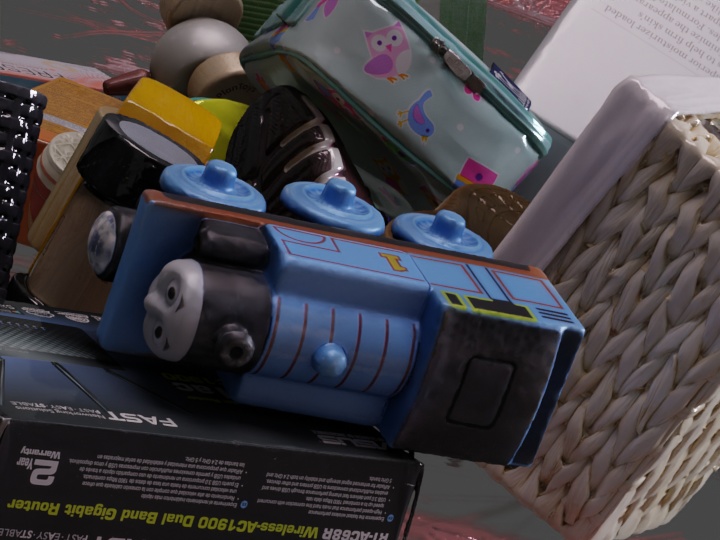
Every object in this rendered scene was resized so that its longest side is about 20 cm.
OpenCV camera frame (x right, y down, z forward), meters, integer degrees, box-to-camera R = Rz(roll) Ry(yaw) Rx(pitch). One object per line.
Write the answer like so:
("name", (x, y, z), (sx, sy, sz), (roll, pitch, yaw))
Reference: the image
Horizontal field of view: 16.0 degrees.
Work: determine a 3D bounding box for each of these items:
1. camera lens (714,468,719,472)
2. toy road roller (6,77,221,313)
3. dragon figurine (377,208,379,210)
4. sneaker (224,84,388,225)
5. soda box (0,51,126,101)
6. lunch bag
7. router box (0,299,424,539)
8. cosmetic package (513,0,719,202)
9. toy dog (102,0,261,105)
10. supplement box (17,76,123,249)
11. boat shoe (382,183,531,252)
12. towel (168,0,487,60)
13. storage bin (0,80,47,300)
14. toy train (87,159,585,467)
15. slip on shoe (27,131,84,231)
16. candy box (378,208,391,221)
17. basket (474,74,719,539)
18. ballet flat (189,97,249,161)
("camera lens", (0.222, 0.035, 1.385), (0.200, 0.160, 0.160), (21, 13, 20))
("toy road roller", (-0.086, 0.001, 1.246), (0.146, 0.123, 0.200), (30, 11, -9))
("dragon figurine", (0.059, 0.010, 1.520), (0.099, 0.059, 0.200), (11, 12, -21))
("sneaker", (0.000, 0.000, 1.357), (0.116, 0.076, 0.200), (20, 44, -47))
("soda box", (-0.243, -0.105, 1.626), (0.200, 0.064, 0.068), (8, 15, -38))
("lunch bag", (0.013, -0.098, 1.416), (0.160, 0.077, 0.200), (45, -9, -11))
("router box", (-0.097, 0.068, 1.043), (0.200, 0.062, 0.150), (8, 16, -35))
("cosmetic package", (0.182, -0.094, 1.589), (0.165, 0.200, 0.165), (34, -26, 3))
("toy dog", (-0.096, -0.084, 1.580), (0.096, 0.200, 0.132), (-19, 31, -1))
("supplement box", (-0.184, -0.066, 1.520), (0.069, 0.067, 0.200), (17, 13, 3))
("boat shoe", (0.051, 0.006, 1.288), (0.072, 0.065, 0.200), (43, 24, 15))
("towel", (-0.022, -0.137, 1.622), (0.200, 0.153, 0.023), (2, 48, -3))
("storage bin", (-0.224, -0.041, 1.155), (0.135, 0.094, 0.200), (12, -6, -12))
("toy train", (-0.011, 0.016, 1.048), (0.200, 0.087, 0.114), (12, 20, -24))
("slip on shoe", (-0.089, -0.004, 1.382), (0.200, 0.061, 0.074), (27, 33, -6))
("candy box", (0.108, -0.031, 1.733), (0.200, 0.077, 0.169), (17, 14, -5))
("basket", (0.137, 0.021, 1.210), (0.123, 0.200, 0.136), (44, 22, 21))
("ballet flat", (-0.046, -0.034, 1.452), (0.067, 0.067, 0.200), (43, -2, 34))
